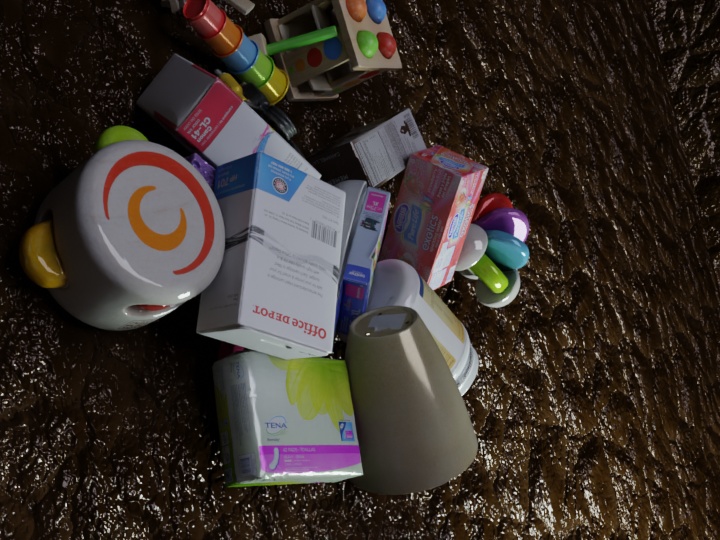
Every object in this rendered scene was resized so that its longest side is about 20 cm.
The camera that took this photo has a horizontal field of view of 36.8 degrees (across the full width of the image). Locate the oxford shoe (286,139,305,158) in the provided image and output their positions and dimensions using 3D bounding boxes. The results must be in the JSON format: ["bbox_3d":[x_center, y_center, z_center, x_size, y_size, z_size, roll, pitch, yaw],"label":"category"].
[{"bbox_3d":[-0.092,-0.078,1.486,0.084,0.072,0.202,42,46,-50],"label":"oxford shoe"}]

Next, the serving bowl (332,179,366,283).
[{"bbox_3d":[-0.044,-0.030,1.474,0.200,0.065,0.203,14,90,-88],"label":"serving bowl"}]

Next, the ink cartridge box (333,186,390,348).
[{"bbox_3d":[0.000,0.000,1.470,0.120,0.041,0.202,99,7,-51],"label":"ink cartridge box"}]

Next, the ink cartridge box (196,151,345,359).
[{"bbox_3d":[-0.099,-0.013,1.241,0.146,0.085,0.203,22,67,-43],"label":"ink cartridge box"}]

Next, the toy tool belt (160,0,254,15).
[{"bbox_3d":[-0.219,-0.390,1.401,0.199,0.124,0.124,-17,80,-56],"label":"toy tool belt"}]

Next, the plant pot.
[{"bbox_3d":[0.049,0.156,1.428,0.187,0.185,0.202,-43,127,-54],"label":"plant pot"}]

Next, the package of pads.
[{"bbox_3d":[-0.086,0.177,1.311,0.199,0.068,0.157,11,65,-51],"label":"package of pads"}]

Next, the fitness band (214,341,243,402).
[{"bbox_3d":[-0.121,0.127,1.375,0.143,0.037,0.202,41,43,-38],"label":"fitness band"}]

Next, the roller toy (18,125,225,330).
[{"bbox_3d":[-0.252,-0.032,1.167,0.182,0.139,0.201,42,47,-22],"label":"roller toy"}]

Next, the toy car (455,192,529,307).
[{"bbox_3d":[0.210,-0.053,1.804,0.175,0.150,0.201,45,10,-38],"label":"toy car"}]

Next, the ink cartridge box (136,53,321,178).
[{"bbox_3d":[-0.163,-0.162,1.342,0.086,0.147,0.200,-50,127,-5],"label":"ink cartridge box"}]

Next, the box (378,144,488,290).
[{"bbox_3d":[0.108,-0.078,1.661,0.102,0.094,0.202,-25,136,-56],"label":"box"}]

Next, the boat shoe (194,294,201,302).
[{"bbox_3d":[-0.148,0.038,1.310,0.199,0.072,0.068,37,46,-11],"label":"boat shoe"}]

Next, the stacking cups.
[{"bbox_3d":[-0.171,-0.293,1.449,0.200,0.060,0.061,38,45,-54],"label":"stacking cups"}]

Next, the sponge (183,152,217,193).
[{"bbox_3d":[-0.174,-0.062,1.319,0.200,0.111,0.030,38,45,-40],"label":"sponge"}]

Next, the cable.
[{"bbox_3d":[-0.132,-0.196,1.409,0.200,0.050,0.098,50,-8,51],"label":"cable"}]

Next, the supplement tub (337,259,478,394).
[{"bbox_3d":[0.070,0.097,1.571,0.200,0.143,0.146,47,41,-32],"label":"supplement tub"}]

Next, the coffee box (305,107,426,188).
[{"bbox_3d":[0.003,-0.168,1.626,0.200,0.113,0.081,-39,107,-54],"label":"coffee box"}]

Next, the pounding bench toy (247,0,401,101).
[{"bbox_3d":[-0.053,-0.334,1.583,0.199,0.155,0.126,-15,87,-56],"label":"pounding bench toy"}]
